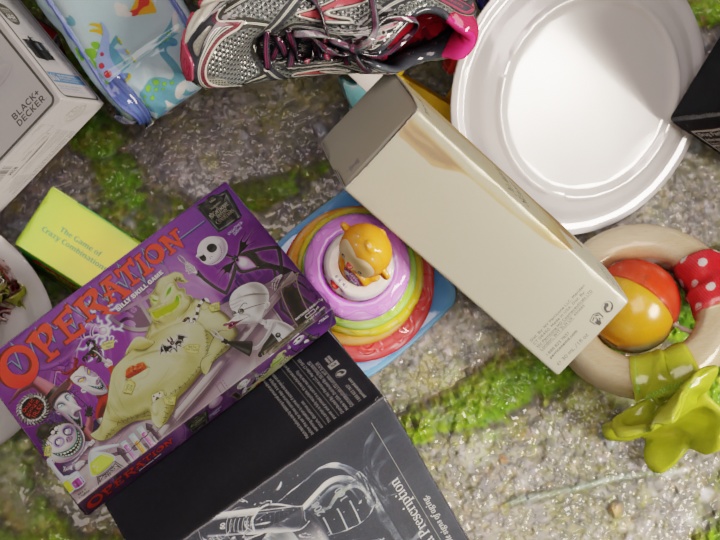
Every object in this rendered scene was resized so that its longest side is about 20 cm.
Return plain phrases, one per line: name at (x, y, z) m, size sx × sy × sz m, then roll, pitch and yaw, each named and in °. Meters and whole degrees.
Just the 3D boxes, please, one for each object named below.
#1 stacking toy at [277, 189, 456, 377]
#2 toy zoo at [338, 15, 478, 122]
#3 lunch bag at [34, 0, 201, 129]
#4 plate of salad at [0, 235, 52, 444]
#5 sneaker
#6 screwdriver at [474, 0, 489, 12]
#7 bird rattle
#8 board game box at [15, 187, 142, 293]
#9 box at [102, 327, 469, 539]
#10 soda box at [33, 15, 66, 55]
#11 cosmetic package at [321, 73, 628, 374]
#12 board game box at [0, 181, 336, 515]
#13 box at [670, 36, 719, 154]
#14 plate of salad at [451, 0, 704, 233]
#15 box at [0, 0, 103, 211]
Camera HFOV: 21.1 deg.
stacking toy at (0.000, 0.000, 1.267) m, size 0.110 × 0.200 × 0.116 m, roll -39°, pitch 87°, yaw -6°
toy zoo at (0.049, -0.188, 1.311) m, size 0.131 × 0.020 × 0.201 m, roll 27°, pitch 105°, yaw -26°
lunch bag at (-0.177, -0.194, 1.294) m, size 0.082 × 0.161 × 0.201 m, roll -34°, pitch 103°, yaw -1°
plate of salad at (-0.301, 0.050, 1.282) m, size 0.198 × 0.048 × 0.202 m, roll -2°, pitch 115°, yaw -4°
sneaker at (-0.019, -0.155, 1.226) m, size 0.199 × 0.081 × 0.075 m, roll -17°, pitch 52°, yaw -17°
screwdriver at (0.078, -0.212, 1.340) m, size 0.028 × 0.029 × 0.201 m, roll -24°, pitch 115°, yaw -2°
bird rattle at (0.213, 0.028, 1.330) m, size 0.162 × 0.113 × 0.201 m, roll 27°, pitch 78°, yaw 17°
board game box at (-0.133, 0.024, 1.307) m, size 0.199 × 0.102 × 0.048 m, roll 32°, pitch 81°, yaw 2°
box at (-0.037, 0.176, 1.242) m, size 0.182 × 0.104 × 0.201 m, roll -35°, pitch 125°, yaw -6°
soda box at (-0.286, -0.093, 1.331) m, size 0.063 × 0.070 × 0.201 m, roll 33°, pitch 82°, yaw 2°
cosmetic package at (0.074, -0.033, 1.262) m, size 0.200 × 0.105 × 0.071 m, roll 40°, pitch 99°, yaw -22°
board game box at (-0.129, 0.047, 1.221) m, size 0.200 × 0.032 × 0.120 m, roll -38°, pitch 63°, yaw -10°
box at (0.348, -0.100, 1.276) m, size 0.198 × 0.200 × 0.124 m, roll 33°, pitch 81°, yaw -15°
plate of salad at (0.149, -0.124, 1.341) m, size 0.199 × 0.048 × 0.202 m, roll -7°, pitch 109°, yaw -22°
box at (-0.274, -0.146, 1.254) m, size 0.117 × 0.060 × 0.200 m, roll -44°, pitch 79°, yaw 16°
